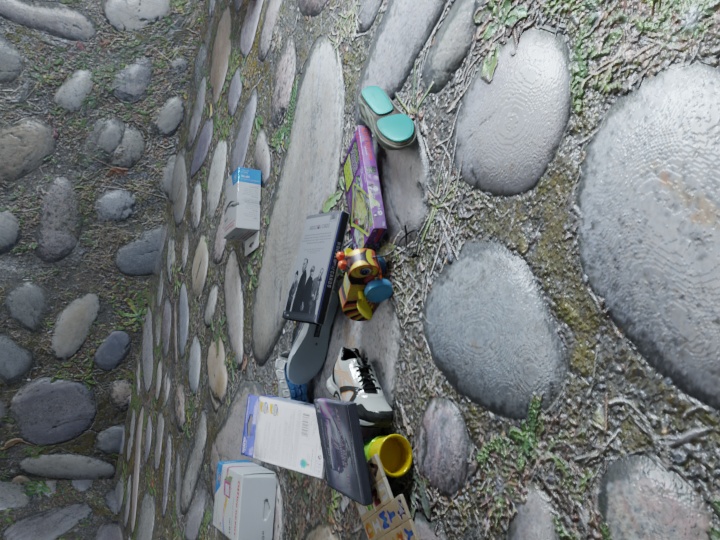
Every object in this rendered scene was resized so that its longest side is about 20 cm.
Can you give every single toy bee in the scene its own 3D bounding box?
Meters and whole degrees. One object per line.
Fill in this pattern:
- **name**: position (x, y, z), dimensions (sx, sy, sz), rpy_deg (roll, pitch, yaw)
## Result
- **toy bee**: position (0.000, 0.000, 1.142), dimensions (0.132, 0.106, 0.204), rpy_deg (57, 134, 54)

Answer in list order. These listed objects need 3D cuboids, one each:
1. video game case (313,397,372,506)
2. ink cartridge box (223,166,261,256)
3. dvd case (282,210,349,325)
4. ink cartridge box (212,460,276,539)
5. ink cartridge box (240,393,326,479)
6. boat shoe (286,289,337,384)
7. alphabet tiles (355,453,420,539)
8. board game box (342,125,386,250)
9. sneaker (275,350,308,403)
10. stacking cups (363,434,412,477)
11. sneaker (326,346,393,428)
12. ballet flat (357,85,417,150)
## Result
- **video game case**: position (-0.031, 0.276, 1.105), dimensions (0.200, 0.018, 0.147), rpy_deg (155, 106, -71)
- **ink cartridge box**: position (-0.309, -0.151, 1.845), dimensions (0.115, 0.065, 0.206), rpy_deg (-25, 62, 59)
- **dvd case**: position (-0.084, -0.005, 1.303), dimensions (0.149, 0.024, 0.205), rpy_deg (0, 75, 61)
- **ink cartridge box**: position (-0.261, 0.513, 1.583), dimensions (0.199, 0.083, 0.149), rpy_deg (-12, 74, 61)
- **ink cartridge box**: position (-0.134, 0.303, 1.318), dimensions (0.195, 0.042, 0.123), rpy_deg (5, 88, 30)
- **boat shoe**: position (-0.100, 0.113, 1.370), dimensions (0.091, 0.069, 0.205), rpy_deg (42, 115, 60)
- **alphabet tiles**: position (0.041, 0.374, 1.010), dimensions (0.204, 0.007, 0.168), rpy_deg (68, 152, 23)
- **board game box**: position (0.004, -0.131, 1.228), dimensions (0.121, 0.031, 0.205), rpy_deg (115, 151, -61)
- **sneaker**: position (-0.131, 0.267, 1.410), dimensions (0.087, 0.073, 0.206), rpy_deg (110, 158, -73)
- **stacking cups**: position (0.008, 0.286, 1.114), dimensions (0.199, 0.059, 0.062), rpy_deg (-22, 65, 62)
- **sneaker**: position (-0.002, 0.187, 1.143), dimensions (0.199, 0.072, 0.082), rpy_deg (35, 114, 60)
- **ballet flat**: position (0.047, -0.236, 1.167), dimensions (0.202, 0.066, 0.065), rpy_deg (-115, 13, -47)
